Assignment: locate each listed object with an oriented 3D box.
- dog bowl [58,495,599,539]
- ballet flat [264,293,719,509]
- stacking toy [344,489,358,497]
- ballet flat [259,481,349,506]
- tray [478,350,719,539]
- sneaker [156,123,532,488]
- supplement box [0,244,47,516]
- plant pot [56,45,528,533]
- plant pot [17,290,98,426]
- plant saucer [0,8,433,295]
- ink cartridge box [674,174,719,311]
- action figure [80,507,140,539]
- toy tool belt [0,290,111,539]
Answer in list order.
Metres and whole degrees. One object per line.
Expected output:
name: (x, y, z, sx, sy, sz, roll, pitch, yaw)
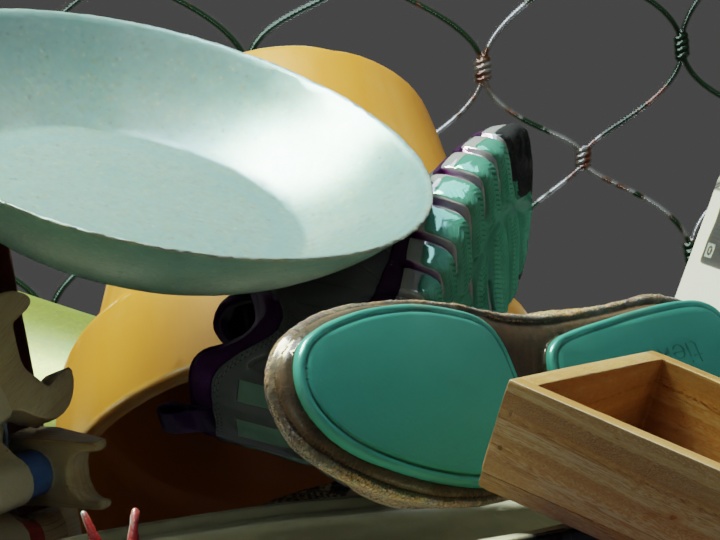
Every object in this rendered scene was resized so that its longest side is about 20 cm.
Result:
dog bowl: (-0.008, 0.113, 0.868, 0.200, 0.074, 0.200, -6, 1, 0)
ballet flat: (0.037, 0.047, 0.899, 0.200, 0.068, 0.067, 0, -23, -40)
stacking toy: (0.078, 0.102, 1.059, 0.085, 0.085, 0.200, -6, -3, 36)
ballet flat: (-0.045, 0.127, 1.097, 0.200, 0.068, 0.075, -12, 21, 9)
tray: (0.142, 0.078, 0.790, 0.200, 0.037, 0.099, 22, 14, 27)
sneaker: (0.000, 0.000, 1.020, 0.087, 0.074, 0.200, 9, 31, 18)
supplement box: (-0.234, 0.049, 1.048, 0.197, 0.200, 0.133, -18, 15, -31)
plant pot: (-0.026, 0.016, 1.175, 0.200, 0.183, 0.200, -4, -37, -3)
plant pot: (-0.167, 0.082, 1.308, 0.190, 0.200, 0.200, 6, 5, 23)
plant saucer: (-0.076, -0.033, 0.978, 0.201, 0.039, 0.201, 13, 22, -5)
ink cartridge box: (0.206, 0.003, 1.089, 0.145, 0.200, 0.084, 25, -11, -21)
action figure: (0.000, 0.103, 0.737, 0.200, 0.099, 0.065, -9, 2, -10)
toy tool belt: (-0.147, 0.065, 0.951, 0.125, 0.200, 0.123, 4, 6, 21)
